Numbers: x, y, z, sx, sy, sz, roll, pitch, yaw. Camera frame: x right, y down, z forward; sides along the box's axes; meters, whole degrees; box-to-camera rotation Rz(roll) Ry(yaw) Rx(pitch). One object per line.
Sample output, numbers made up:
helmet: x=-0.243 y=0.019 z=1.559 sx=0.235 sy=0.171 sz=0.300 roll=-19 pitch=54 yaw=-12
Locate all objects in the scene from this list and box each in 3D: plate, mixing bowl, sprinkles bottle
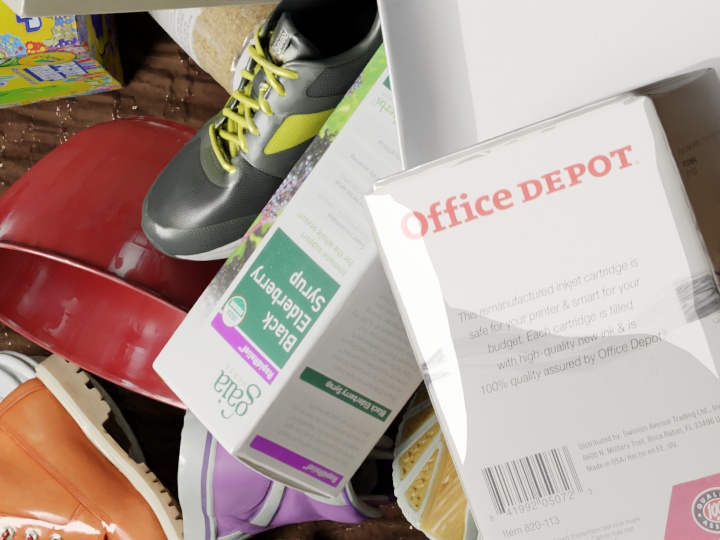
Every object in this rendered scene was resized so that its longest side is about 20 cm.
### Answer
plate: x=0.106 y=-0.076 z=1.249 sx=0.199 sy=0.032 sz=0.201 roll=-4 pitch=99 yaw=30
mixing bowl: x=-0.104 y=-0.010 z=1.524 sx=0.200 sy=0.200 sz=0.109 roll=-2 pitch=59 yaw=56
sprinkles bottle: x=-0.073 y=-0.143 z=1.531 sx=0.200 sy=0.068 sz=0.069 roll=47 pitch=132 yaw=42

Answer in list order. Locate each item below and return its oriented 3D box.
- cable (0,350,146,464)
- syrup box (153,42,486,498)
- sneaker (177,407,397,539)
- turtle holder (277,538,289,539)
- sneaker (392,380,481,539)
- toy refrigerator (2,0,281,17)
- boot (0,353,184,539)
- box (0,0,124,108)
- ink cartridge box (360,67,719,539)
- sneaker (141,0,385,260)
cable: x=-0.198 y=0.147 z=1.766 sx=0.200 sy=0.069 sz=0.201 roll=-45 pitch=58 yaw=49
syrup box: x=0.000 y=0.000 z=1.363 sx=0.200 sy=0.081 sz=0.079 roll=-53 pitch=46 yaw=6
sneaker: x=-0.035 y=0.115 z=1.517 sx=0.201 sy=0.114 sz=0.073 roll=95 pitch=-179 yaw=-80
turtle holder: x=-0.032 y=0.212 z=1.475 sx=0.186 sy=0.131 sz=0.142 roll=142 pitch=111 yaw=-84
sneaker: x=0.074 y=0.118 z=1.357 sx=0.076 sy=0.087 sz=0.201 roll=-45 pitch=33 yaw=26
toy refrigerator: x=-0.090 y=-0.177 z=1.433 sx=0.070 sy=0.199 sz=0.076 roll=42 pitch=129 yaw=45
boot: x=-0.153 y=0.147 z=1.625 sx=0.200 sy=0.107 sz=0.075 roll=48 pitch=168 yaw=31
box: x=-0.242 y=-0.155 z=1.600 sx=0.200 sy=0.191 sz=0.123 roll=50 pitch=-149 yaw=-86
ink cartridge box: x=0.107 y=0.032 z=1.207 sx=0.146 sy=0.083 sz=0.201 roll=-18 pitch=93 yaw=31
sneaker: x=-0.037 y=-0.087 z=1.395 sx=0.200 sy=0.085 sz=0.075 roll=-41 pitch=54 yaw=8
